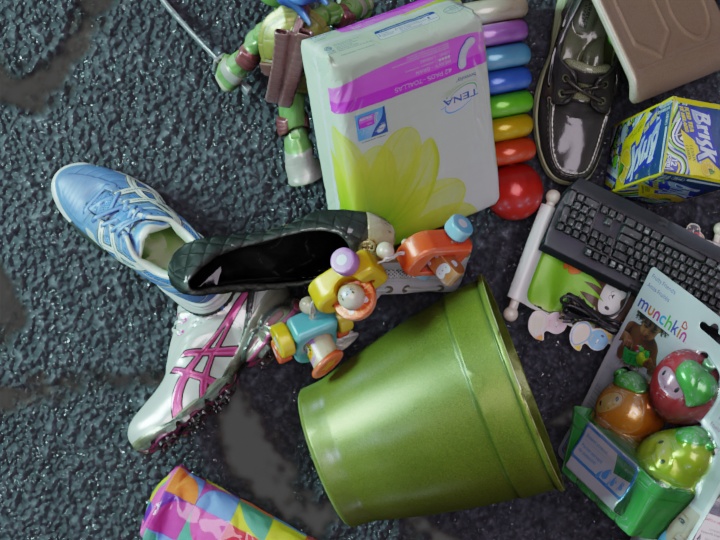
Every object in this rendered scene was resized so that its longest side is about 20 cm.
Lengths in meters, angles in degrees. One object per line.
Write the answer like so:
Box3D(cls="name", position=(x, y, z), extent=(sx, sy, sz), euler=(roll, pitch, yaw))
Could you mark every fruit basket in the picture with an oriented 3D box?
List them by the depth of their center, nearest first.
Box3D(cls="fruit basket", position=(0.261, 0.125, 1.584), extent=(0.093, 0.185, 0.201), euler=(6, 115, -37))

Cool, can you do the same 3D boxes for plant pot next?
Box3D(cls="plant pot", position=(0.054, 0.131, 1.589), extent=(0.192, 0.200, 0.202), euler=(-21, 90, 6))

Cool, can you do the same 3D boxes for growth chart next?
Box3D(cls="growth chart", position=(0.235, 0.007, 1.674), extent=(0.199, 0.018, 0.146), euler=(12, 89, -14))

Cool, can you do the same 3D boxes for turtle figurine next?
Box3D(cls="turtle figurine", position=(-0.052, -0.189, 1.638), extent=(0.143, 0.200, 0.195), euler=(-29, 112, -28))

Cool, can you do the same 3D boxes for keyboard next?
Box3D(cls="keyboard", position=(0.253, 0.009, 1.659), extent=(0.199, 0.021, 0.128), euler=(25, 86, -13))

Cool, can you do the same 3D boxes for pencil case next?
Box3D(cls="pencil case", position=(-0.101, 0.252, 1.611), extent=(0.199, 0.088, 0.089), euler=(31, 85, -2))

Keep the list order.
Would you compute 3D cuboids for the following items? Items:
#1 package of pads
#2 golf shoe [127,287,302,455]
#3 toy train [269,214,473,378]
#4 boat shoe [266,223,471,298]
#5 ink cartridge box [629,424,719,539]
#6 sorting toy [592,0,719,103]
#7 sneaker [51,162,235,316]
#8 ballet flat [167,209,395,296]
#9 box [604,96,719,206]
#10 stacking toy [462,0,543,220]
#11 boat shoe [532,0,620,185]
Box3D(cls="package of pads", position=(0.040, -0.127, 1.570), extent=(0.154, 0.068, 0.201), euler=(-21, 125, -20))
Box3D(cls="golf shoe", position=(-0.142, 0.078, 1.623), extent=(0.092, 0.073, 0.200), euler=(43, 75, 8))
Box3D(cls="toy train", position=(0.012, 0.032, 1.559), extent=(0.200, 0.150, 0.056), euler=(-46, 60, 34))
Box3D(cls="boat shoe", position=(0.000, 0.000, 1.636), extent=(0.198, 0.071, 0.070), euler=(1, 126, -8))
Box3D(cls="ink cartridge box", position=(0.327, 0.258, 1.650), extent=(0.144, 0.084, 0.201), euler=(27, 86, -4))
Box3D(cls="sorting toy", position=(0.254, -0.261, 1.647), extent=(0.185, 0.036, 0.201), euler=(-23, 93, -47))
Box3D(cls="sneaker", position=(-0.193, -0.040, 1.596), extent=(0.199, 0.077, 0.076), euler=(32, 79, 19))
Box3D(cls="ballet flat", position=(-0.063, -0.007, 1.524), extent=(0.199, 0.057, 0.067), euler=(-12, 119, -14))
Box3D(cls="box", position=(0.272, -0.102, 1.602), extent=(0.064, 0.200, 0.071), euler=(9, 86, -5))
Box3D(cls="stacking toy", position=(0.125, -0.145, 1.657), extent=(0.085, 0.085, 0.202), euler=(-10, 95, -6))
Box3D(cls="boat shoe", position=(0.202, -0.181, 1.665), extent=(0.071, 0.066, 0.202), euler=(9, 85, -3))
